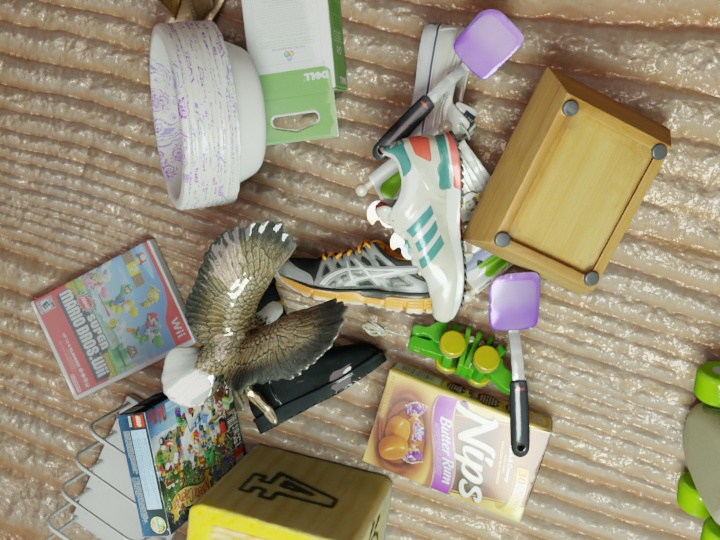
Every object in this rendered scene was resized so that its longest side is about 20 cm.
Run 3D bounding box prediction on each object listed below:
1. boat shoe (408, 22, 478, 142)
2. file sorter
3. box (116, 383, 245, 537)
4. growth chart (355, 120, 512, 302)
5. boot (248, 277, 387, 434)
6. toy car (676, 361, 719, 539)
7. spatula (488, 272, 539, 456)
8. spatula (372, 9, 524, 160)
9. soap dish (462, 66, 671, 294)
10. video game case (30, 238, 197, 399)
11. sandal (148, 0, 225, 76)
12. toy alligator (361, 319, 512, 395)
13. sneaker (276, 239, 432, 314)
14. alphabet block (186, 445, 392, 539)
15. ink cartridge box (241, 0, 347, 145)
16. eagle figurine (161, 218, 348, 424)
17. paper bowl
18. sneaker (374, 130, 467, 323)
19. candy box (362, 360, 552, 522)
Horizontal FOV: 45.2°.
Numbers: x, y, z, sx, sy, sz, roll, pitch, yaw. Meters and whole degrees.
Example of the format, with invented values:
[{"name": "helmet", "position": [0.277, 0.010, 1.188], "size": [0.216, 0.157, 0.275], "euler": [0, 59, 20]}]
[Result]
[{"name": "boat shoe", "position": [0.095, -0.169, 0.958], "size": [0.069, 0.071, 0.204], "euler": [8, 93, 15]}, {"name": "file sorter", "position": [-0.301, 0.291, 1.093], "size": [0.137, 0.124, 0.202], "euler": [30, 104, 9]}, {"name": "box", "position": [-0.202, 0.203, 1.015], "size": [0.037, 0.200, 0.139], "euler": [-9, 96, 19]}, {"name": "growth chart", "position": [0.099, -0.060, 0.951], "size": [0.145, 0.018, 0.200], "euler": [-43, 109, 4]}, {"name": "boot", "position": [-0.085, 0.086, 1.041], "size": [0.196, 0.073, 0.164], "euler": [-29, 85, 14]}, {"name": "toy car", "position": [0.447, 0.198, 0.889], "size": [0.196, 0.158, 0.167], "euler": [1, 111, 2]}, {"name": "spatula", "position": [0.170, 0.104, 0.944], "size": [0.055, 0.021, 0.204], "euler": [-3, 93, -1]}, {"name": "spatula", "position": [0.085, -0.192, 0.917], "size": [0.200, 0.021, 0.057], "euler": [-44, 87, 6]}, {"name": "soap dish", "position": [0.220, -0.086, 0.908], "size": [0.155, 0.081, 0.202], "euler": [23, 104, -12]}, {"name": "video game case", "position": [-0.320, 0.065, 1.120], "size": [0.198, 0.017, 0.145], "euler": [-25, 91, 16]}, {"name": "sandal", "position": [-0.207, -0.315, 1.009], "size": [0.077, 0.070, 0.215], "euler": [22, 103, 10]}, {"name": "toy alligator", "position": [0.101, 0.082, 1.001], "size": [0.197, 0.060, 0.055], "euler": [23, 63, 9]}, {"name": "sneaker", "position": [0.000, 0.000, 1.005], "size": [0.196, 0.078, 0.079], "euler": [6, 98, 3]}, {"name": "alphabet block", "position": [-0.083, 0.342, 1.006], "size": [0.193, 0.200, 0.199], "euler": [9, 101, 12]}, {"name": "ink cartridge box", "position": [-0.073, -0.250, 0.991], "size": [0.102, 0.059, 0.204], "euler": [-4, 97, 15]}, {"name": "eagle figurine", "position": [-0.119, 0.062, 0.940], "size": [0.150, 0.153, 0.201], "euler": [18, 140, -16]}, {"name": "paper bowl", "position": [-0.169, -0.174, 0.965], "size": [0.103, 0.200, 0.204], "euler": [-8, 97, -19]}, {"name": "sneaker", "position": [0.061, -0.044, 0.910], "size": [0.092, 0.070, 0.203], "euler": [-3, 106, -1]}, {"name": "candy box", "position": [0.113, 0.197, 1.011], "size": [0.197, 0.056, 0.119], "euler": [19, 101, 9]}]
